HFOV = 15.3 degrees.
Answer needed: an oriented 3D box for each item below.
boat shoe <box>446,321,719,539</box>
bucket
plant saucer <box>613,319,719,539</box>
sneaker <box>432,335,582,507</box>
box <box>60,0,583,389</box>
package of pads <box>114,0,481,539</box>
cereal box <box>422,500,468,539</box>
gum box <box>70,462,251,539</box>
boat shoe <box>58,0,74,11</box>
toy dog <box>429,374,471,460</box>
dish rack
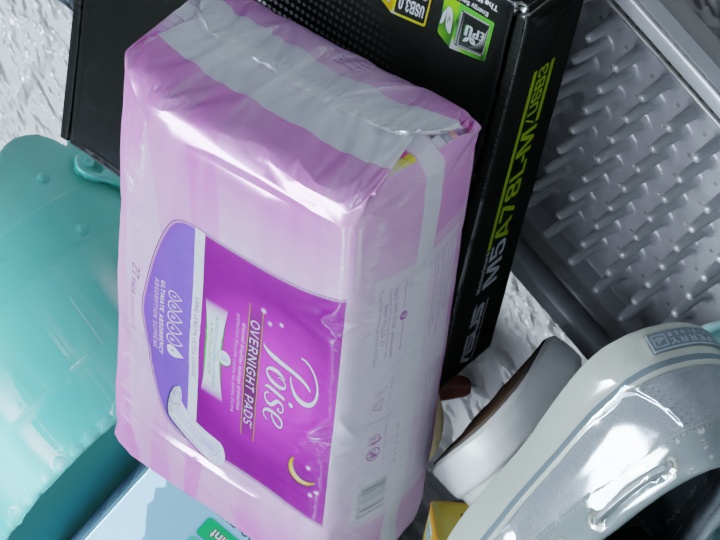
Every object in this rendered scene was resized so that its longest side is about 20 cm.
[{"bbox_3d":[0.083,0.104,0.964,0.201,0.070,0.072,-63,39,44],"label":"boat shoe"},{"bbox_3d":[-0.140,0.039,1.270,0.135,0.207,0.207,49,149,13],"label":"bucket"},{"bbox_3d":[0.158,0.113,0.937,0.200,0.036,0.200,26,120,58],"label":"plant saucer"},{"bbox_3d":[0.083,0.080,1.061,0.085,0.073,0.200,43,180,10],"label":"sneaker"},{"bbox_3d":[-0.022,-0.079,1.006,0.200,0.048,0.193,35,136,21],"label":"box"},{"bbox_3d":[-0.027,0.007,0.981,0.120,0.076,0.200,32,137,27],"label":"package of pads"},{"bbox_3d":[0.036,0.220,1.141,0.144,0.039,0.200,-102,20,-57],"label":"cereal box"},{"bbox_3d":[-0.075,0.186,1.251,0.170,0.045,0.200,41,114,-6],"label":"gum box"},{"bbox_3d":[-0.061,-0.131,1.093,0.200,0.091,0.071,20,134,46],"label":"boat shoe"},{"bbox_3d":[0.000,0.000,1.156,0.132,0.096,0.200,28,125,45],"label":"toy dog"},{"bbox_3d":[0.093,-0.050,0.991,0.200,0.044,0.172,50,149,12],"label":"dish rack"}]
